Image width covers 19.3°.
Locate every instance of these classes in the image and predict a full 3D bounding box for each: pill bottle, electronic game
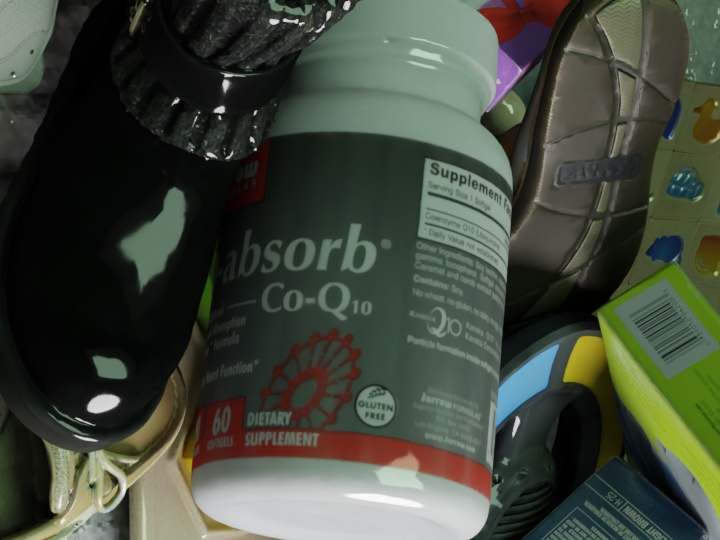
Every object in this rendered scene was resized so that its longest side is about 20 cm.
[{"bbox_3d":[0.000,0.000,0.825,0.115,0.115,0.202,22,67,-43],"label":"pill bottle"},{"bbox_3d":[0.059,0.110,0.942,0.200,0.041,0.201,-38,144,-34],"label":"electronic game"}]

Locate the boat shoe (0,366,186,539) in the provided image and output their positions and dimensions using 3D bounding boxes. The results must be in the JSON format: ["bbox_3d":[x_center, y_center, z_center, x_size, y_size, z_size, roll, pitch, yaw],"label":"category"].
[{"bbox_3d":[-0.136,0.075,0.768,0.200,0.063,0.074,-18,99,-38],"label":"boat shoe"}]

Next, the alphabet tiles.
[{"bbox_3d":[0.155,-0.009,1.017,0.199,0.008,0.169,3,112,-39],"label":"alphabet tiles"}]

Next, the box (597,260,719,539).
[{"bbox_3d":[0.164,0.099,0.946,0.047,0.122,0.201,-30,145,-7],"label":"box"}]

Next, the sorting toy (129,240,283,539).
[{"bbox_3d":[-0.022,0.040,0.906,0.184,0.036,0.202,1,93,-45],"label":"sorting toy"}]

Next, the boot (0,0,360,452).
[{"bbox_3d":[-0.060,-0.052,0.750,0.079,0.157,0.213,23,60,-27],"label":"boot"}]

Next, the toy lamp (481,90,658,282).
[{"bbox_3d":[0.084,-0.054,0.989,0.200,0.058,0.058,47,62,-37],"label":"toy lamp"}]

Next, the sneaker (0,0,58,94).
[{"bbox_3d":[-0.154,-0.085,0.745,0.200,0.075,0.092,-46,127,-31],"label":"sneaker"}]

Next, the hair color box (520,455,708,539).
[{"bbox_3d":[0.064,0.184,0.926,0.200,0.060,0.100,-39,149,-19],"label":"hair color box"}]

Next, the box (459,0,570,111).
[{"bbox_3d":[0.071,-0.179,0.935,0.137,0.039,0.200,45,57,2],"label":"box"}]

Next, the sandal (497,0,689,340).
[{"bbox_3d":[0.082,-0.044,0.906,0.081,0.055,0.201,-5,130,-22],"label":"sandal"}]
